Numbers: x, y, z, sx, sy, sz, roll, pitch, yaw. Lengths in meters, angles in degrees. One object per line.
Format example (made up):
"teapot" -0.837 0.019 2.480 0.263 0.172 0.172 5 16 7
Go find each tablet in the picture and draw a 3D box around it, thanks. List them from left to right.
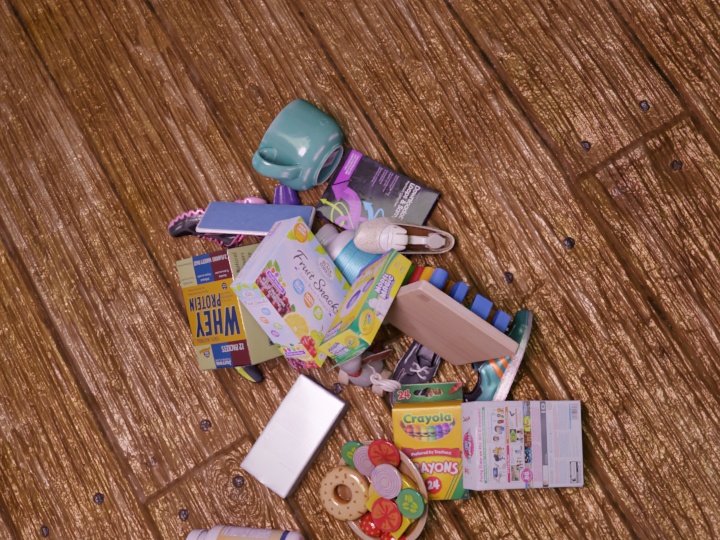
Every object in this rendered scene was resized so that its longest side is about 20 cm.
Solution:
"tablet" -0.186 -0.091 1.696 0.199 0.130 0.014 3 117 3

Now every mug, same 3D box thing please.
"mug" -0.111 -0.212 1.737 0.114 0.152 0.185 34 72 10

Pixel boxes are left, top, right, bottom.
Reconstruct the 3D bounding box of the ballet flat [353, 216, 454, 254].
"ballet flat" 0.082 -0.060 1.678 0.200 0.062 0.068 -1 98 -34

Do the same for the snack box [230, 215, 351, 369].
"snack box" -0.106 0.038 1.592 0.068 0.200 0.169 -10 35 39

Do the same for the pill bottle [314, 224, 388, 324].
"pill bottle" 0.000 0.000 1.712 0.200 0.111 0.111 37 88 12

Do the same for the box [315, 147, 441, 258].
"box" 0.031 -0.124 1.765 0.200 0.036 0.143 27 86 11

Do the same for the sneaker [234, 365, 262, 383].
"sneaker" -0.220 0.113 1.752 0.081 0.074 0.200 -24 80 2

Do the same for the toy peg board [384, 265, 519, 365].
"toy peg board" 0.149 0.059 1.573 0.200 0.199 0.098 33 67 -15

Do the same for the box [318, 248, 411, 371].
"box" 0.002 0.067 1.528 0.048 0.117 0.200 35 57 -14

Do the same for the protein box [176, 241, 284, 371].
"protein box" -0.187 0.054 1.651 0.135 0.200 0.199 -11 92 39

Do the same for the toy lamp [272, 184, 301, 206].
"toy lamp" -0.131 -0.063 1.772 0.058 0.058 0.201 -10 81 8

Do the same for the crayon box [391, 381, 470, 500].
"crayon box" 0.123 0.300 1.652 0.127 0.051 0.201 -5 94 9

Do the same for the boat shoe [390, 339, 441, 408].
"boat shoe" 0.106 0.164 1.693 0.073 0.063 0.200 27 87 11

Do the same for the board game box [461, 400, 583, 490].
"board game box" 0.275 0.296 1.604 0.199 0.064 0.148 3 80 -18

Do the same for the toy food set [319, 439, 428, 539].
"toy food set" 0.030 0.389 1.640 0.200 0.049 0.198 43 118 22

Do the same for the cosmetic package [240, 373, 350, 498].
"cosmetic package" -0.116 0.298 1.704 0.101 0.071 0.200 34 88 12

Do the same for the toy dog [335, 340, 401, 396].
"toy dog" 0.010 0.153 1.652 0.132 0.200 0.097 22 75 -4

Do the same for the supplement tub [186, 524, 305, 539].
"supplement tub" -0.203 0.523 1.646 0.199 0.144 0.145 2 81 9

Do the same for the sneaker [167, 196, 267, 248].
"sneaker" -0.269 -0.078 1.794 0.199 0.079 0.096 -12 91 9

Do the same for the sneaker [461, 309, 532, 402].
"sneaker" 0.242 0.155 1.668 0.080 0.071 0.200 22 87 8
